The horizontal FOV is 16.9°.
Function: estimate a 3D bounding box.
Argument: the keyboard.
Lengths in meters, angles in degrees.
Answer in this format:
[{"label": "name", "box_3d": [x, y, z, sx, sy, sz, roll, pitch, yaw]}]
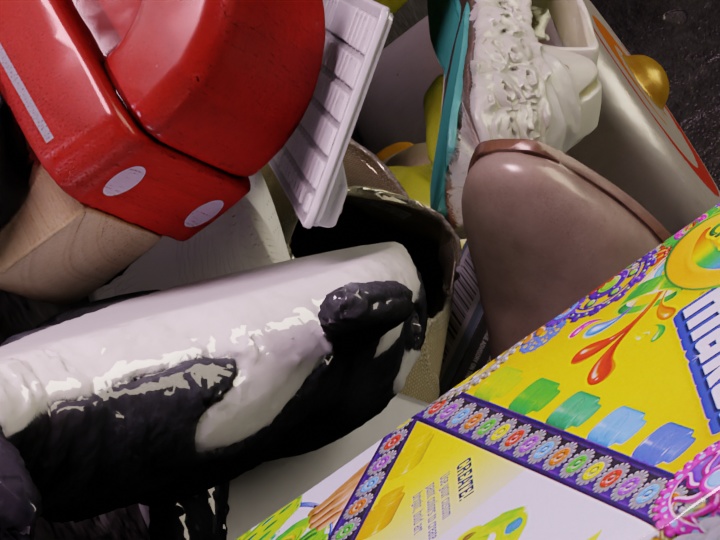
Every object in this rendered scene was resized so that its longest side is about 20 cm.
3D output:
[{"label": "keyboard", "box_3d": [-0.013, -0.052, 0.676, 0.011, 0.057, 0.200, 13, 8, -8]}]

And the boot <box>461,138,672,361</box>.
[{"label": "boot", "box_3d": [0.068, 0.069, 0.792, 0.200, 0.070, 0.147, 48, 53, -49]}]

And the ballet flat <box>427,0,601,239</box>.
[{"label": "ballet flat", "box_3d": [0.059, -0.078, 0.903, 0.072, 0.072, 0.200, 49, 21, -25]}]

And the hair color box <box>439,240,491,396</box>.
[{"label": "hair color box", "box_3d": [0.124, 0.051, 0.921, 0.199, 0.100, 0.061, 22, 12, -16]}]

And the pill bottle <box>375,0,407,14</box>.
[{"label": "pill bottle", "box_3d": [-0.005, -0.159, 0.914, 0.112, 0.200, 0.113, 41, 16, -14]}]

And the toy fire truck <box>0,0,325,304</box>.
[{"label": "toy fire truck", "box_3d": [-0.052, -0.110, 0.623, 0.177, 0.199, 0.129, 59, 13, 19]}]

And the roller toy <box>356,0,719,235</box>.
[{"label": "roller toy", "box_3d": [0.095, -0.064, 1.233, 0.201, 0.139, 0.182, 54, 11, -3]}]

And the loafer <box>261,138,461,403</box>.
[{"label": "loafer", "box_3d": [0.000, 0.000, 0.800, 0.075, 0.069, 0.200, 17, 26, -16]}]

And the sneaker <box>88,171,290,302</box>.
[{"label": "sneaker", "box_3d": [-0.060, -0.028, 0.729, 0.089, 0.075, 0.201, 58, 11, -57]}]

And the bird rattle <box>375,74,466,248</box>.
[{"label": "bird rattle", "box_3d": [0.063, 0.011, 1.019, 0.200, 0.112, 0.163, 54, -5, -20]}]

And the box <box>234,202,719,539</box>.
[{"label": "box", "box_3d": [0.066, 0.126, 0.467, 0.200, 0.192, 0.122, 53, 12, -14]}]

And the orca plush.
[{"label": "orca plush", "box_3d": [-0.038, 0.044, 0.560, 0.200, 0.104, 0.072, -25, 106, -72]}]

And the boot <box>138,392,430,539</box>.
[{"label": "boot", "box_3d": [0.019, 0.088, 0.678, 0.199, 0.096, 0.074, 8, 47, -27]}]
